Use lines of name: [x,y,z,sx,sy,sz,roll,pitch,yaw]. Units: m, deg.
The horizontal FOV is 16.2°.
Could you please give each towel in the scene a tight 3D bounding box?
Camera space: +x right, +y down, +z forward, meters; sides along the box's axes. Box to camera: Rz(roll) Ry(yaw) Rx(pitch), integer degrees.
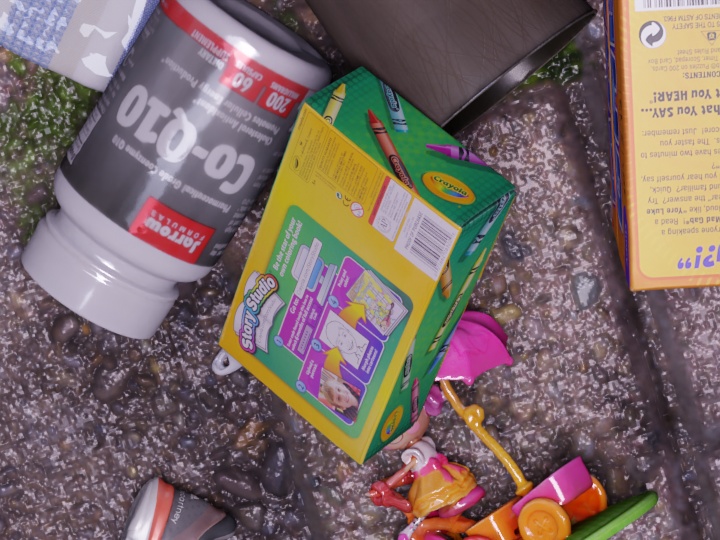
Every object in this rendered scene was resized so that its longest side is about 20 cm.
towel: [-0.198,-0.207,1.544,0.199,0.024,0.148,26,104,-1]

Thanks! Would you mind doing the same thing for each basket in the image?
basket: [0.023,-0.185,1.475,0.136,0.180,0.200,-39,88,19]

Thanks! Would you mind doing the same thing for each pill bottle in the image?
pill bottle: [-0.114,-0.066,1.523,0.113,0.114,0.201,32,101,-4]

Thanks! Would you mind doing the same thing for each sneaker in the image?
sneaker: [-0.129,0.236,1.609,0.081,0.077,0.201,16,103,-7]

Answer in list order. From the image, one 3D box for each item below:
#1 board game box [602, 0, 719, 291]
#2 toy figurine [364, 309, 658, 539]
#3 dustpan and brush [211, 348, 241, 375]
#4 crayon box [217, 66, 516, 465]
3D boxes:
board game box: [0.243,-0.111,1.453,0.198,0.200,0.202,-3,102,3]
toy figurine: [0.056,0.112,1.566,0.200,0.150,0.185,-34,84,33]
dustpan and brush: [-0.028,-0.003,1.558,0.200,0.057,0.140,-41,69,13]
crayon box: [0.000,0.000,1.442,0.119,0.058,0.201,39,134,18]
